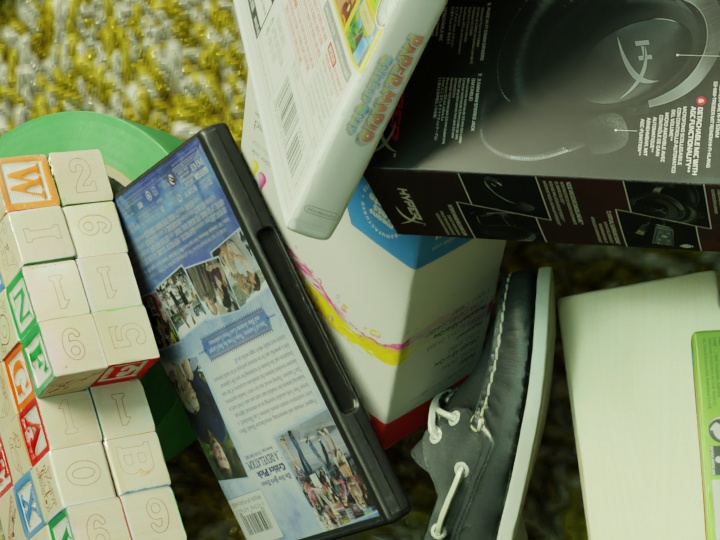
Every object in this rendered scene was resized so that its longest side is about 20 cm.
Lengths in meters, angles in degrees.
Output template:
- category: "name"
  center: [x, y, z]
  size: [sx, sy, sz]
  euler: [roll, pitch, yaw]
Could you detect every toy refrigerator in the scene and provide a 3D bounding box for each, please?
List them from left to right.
- category: "toy refrigerator"
  center: [0.146, 0.108, 0.882]
  size: [0.076, 0.070, 0.201]
  euler: [-11, 78, 21]

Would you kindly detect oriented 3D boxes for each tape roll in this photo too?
- category: "tape roll"
  center: [-0.152, 0.014, 1.075]
  size: [0.200, 0.048, 0.201]
  euler: [-5, 81, 29]

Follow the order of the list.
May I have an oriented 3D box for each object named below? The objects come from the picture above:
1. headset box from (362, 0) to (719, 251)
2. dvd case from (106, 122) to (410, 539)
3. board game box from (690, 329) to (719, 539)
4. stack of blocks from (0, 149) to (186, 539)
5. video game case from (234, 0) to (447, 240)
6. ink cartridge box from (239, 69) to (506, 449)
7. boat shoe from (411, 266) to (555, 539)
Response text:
- category: "headset box"
  center: [0.112, -0.089, 0.770]
  size: [0.199, 0.077, 0.149]
  euler: [3, 71, 14]
- category: "dvd case"
  center: [-0.057, 0.040, 0.944]
  size: [0.143, 0.018, 0.200]
  euler: [-27, 88, 57]
- category: "board game box"
  center: [0.243, 0.067, 0.821]
  size: [0.199, 0.030, 0.096]
  euler: [-4, 81, 8]
- category: "stack of blocks"
  center: [-0.150, 0.055, 0.979]
  size: [0.115, 0.058, 0.201]
  euler: [-41, 62, 54]
- category: "video game case"
  center: [0.001, -0.139, 0.779]
  size: [0.200, 0.023, 0.182]
  euler: [-105, 36, -55]
- category: "ink cartridge box"
  center: [0.000, 0.000, 0.920]
  size: [0.116, 0.067, 0.200]
  euler: [38, 140, 29]
- category: "boat shoe"
  center: [0.052, 0.092, 0.906]
  size: [0.060, 0.076, 0.201]
  euler: [10, 103, 9]
